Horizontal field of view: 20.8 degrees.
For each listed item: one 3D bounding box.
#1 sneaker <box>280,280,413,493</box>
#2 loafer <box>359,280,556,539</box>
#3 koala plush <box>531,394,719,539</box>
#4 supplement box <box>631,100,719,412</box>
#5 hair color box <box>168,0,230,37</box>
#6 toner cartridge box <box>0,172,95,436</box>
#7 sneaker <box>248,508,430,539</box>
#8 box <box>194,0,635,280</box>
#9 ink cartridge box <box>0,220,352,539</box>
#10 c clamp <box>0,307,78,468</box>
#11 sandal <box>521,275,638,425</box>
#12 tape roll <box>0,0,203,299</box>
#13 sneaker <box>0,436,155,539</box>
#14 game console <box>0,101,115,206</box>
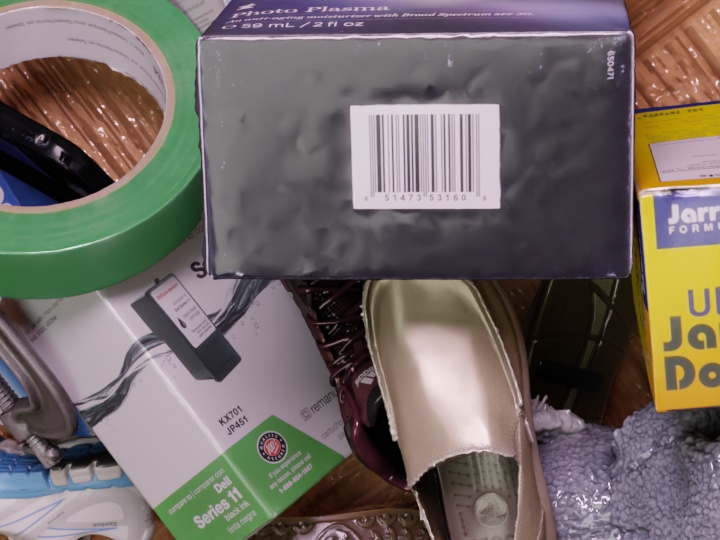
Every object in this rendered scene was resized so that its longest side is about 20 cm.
[{"bbox_3d":[0.004,0.031,1.075,0.075,0.116,0.200,-23,99,3],"label":"sneaker"},{"bbox_3d":[0.052,0.075,0.989,0.075,0.068,0.201,-18,99,14],"label":"loafer"},{"bbox_3d":[0.152,0.126,1.060,0.199,0.184,0.178,-5,104,21],"label":"koala plush"},{"bbox_3d":[0.191,-0.015,0.983,0.108,0.200,0.110,-5,104,7],"label":"supplement box"},{"bbox_3d":[-0.098,-0.228,1.101,0.200,0.061,0.099,66,161,-7],"label":"hair color box"},{"bbox_3d":[-0.229,0.014,1.217,0.095,0.043,0.200,4,132,40],"label":"toner cartridge box"},{"bbox_3d":[-0.006,0.186,1.221,0.200,0.090,0.067,4,75,-5],"label":"sneaker"},{"bbox_3d":[0.032,-0.081,0.969,0.199,0.198,0.124,0,107,5],"label":"box"},{"bbox_3d":[-0.093,0.050,1.157,0.200,0.147,0.083,52,131,2],"label":"ink cartridge box"},{"bbox_3d":[-0.234,0.043,1.169,0.200,0.027,0.171,56,157,-16],"label":"c clamp"},{"bbox_3d":[0.105,0.065,1.137,0.080,0.054,0.200,19,103,-17],"label":"sandal"},{"bbox_3d":[-0.175,-0.080,1.095,0.200,0.201,0.048,24,149,14],"label":"tape roll"},{"bbox_3d":[-0.225,0.159,1.300,0.199,0.075,0.087,-3,111,24],"label":"sneaker"},{"bbox_3d":[-0.259,-0.052,1.223,0.200,0.176,0.117,29,84,12],"label":"game console"}]
